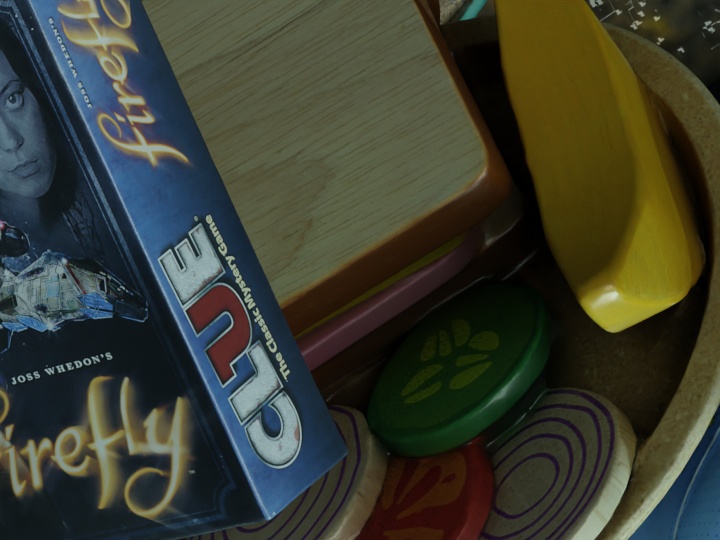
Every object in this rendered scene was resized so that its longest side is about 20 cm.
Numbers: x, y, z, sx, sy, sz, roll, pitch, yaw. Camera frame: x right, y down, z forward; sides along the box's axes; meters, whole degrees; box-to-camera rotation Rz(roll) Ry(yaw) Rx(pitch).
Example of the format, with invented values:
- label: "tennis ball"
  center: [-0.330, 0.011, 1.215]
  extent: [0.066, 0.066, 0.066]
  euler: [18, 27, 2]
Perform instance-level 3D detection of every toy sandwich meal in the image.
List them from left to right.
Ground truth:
- label: "toy sandwich meal"
  center: [0.000, 0.000, 0.710]
  extent: [0.206, 0.205, 0.070]
  euler: [-55, 134, -11]

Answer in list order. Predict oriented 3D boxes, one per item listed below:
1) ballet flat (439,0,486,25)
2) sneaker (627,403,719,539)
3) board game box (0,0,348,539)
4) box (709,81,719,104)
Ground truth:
- label: "ballet flat"
  center: [0.040, -0.131, 0.815]
  extent: [0.067, 0.068, 0.200]
  euler: [42, 76, -10]
- label: "sneaker"
  center: [0.121, 0.020, 0.700]
  extent: [0.076, 0.105, 0.201]
  euler: [31, 83, -23]
- label: "board game box"
  center: [-0.112, 0.007, 0.695]
  extent: [0.035, 0.199, 0.136]
  euler: [-38, 107, -49]
- label: "box"
  center: [0.097, 0.055, 0.815]
  extent: [0.200, 0.107, 0.149]
  euler: [-38, 105, -15]
